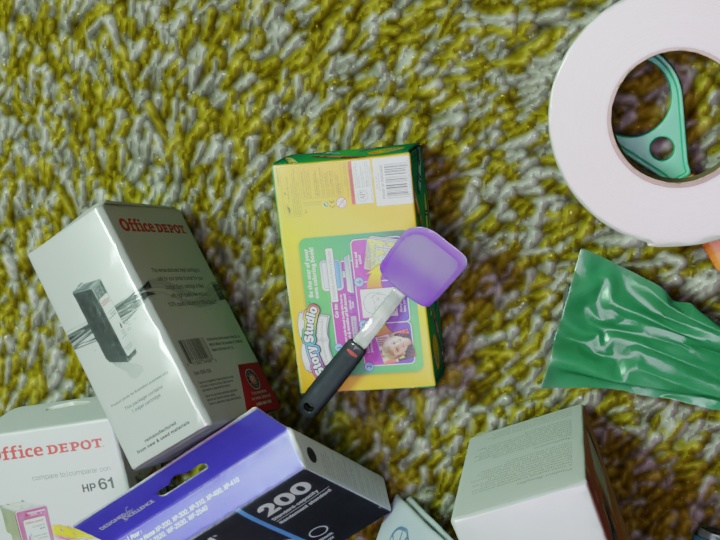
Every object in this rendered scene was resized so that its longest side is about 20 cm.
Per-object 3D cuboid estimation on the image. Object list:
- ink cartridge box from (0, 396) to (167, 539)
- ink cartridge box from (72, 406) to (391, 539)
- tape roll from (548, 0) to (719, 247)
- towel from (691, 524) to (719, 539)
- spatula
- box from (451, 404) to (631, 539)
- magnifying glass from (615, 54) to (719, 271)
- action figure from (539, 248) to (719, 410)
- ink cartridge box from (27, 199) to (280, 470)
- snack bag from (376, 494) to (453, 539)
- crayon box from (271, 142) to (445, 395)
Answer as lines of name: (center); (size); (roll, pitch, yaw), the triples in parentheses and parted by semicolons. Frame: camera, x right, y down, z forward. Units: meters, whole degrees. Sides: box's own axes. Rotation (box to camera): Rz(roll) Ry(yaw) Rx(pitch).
ink cartridge box: (-0.252, 0.222, 1.259); (0.144, 0.085, 0.201); (-10, 98, 15)
ink cartridge box: (-0.103, 0.210, 1.176); (0.198, 0.200, 0.043); (-34, 51, 16)
tape roll: (0.246, -0.119, 1.085); (0.202, 0.037, 0.204); (2, 99, 11)
towel: (0.332, 0.323, 1.183); (0.146, 0.022, 0.201); (13, 105, 10)
spatula: (0.008, 0.047, 1.137); (0.056, 0.021, 0.200); (39, 108, 0)
box: (0.152, 0.215, 1.104); (0.106, 0.200, 0.153); (-19, 98, 11)
magnifying glass: (0.246, -0.091, 1.118); (0.079, 0.022, 0.200); (-31, 94, 16)
action figure: (0.256, 0.065, 1.130); (0.199, 0.055, 0.119); (16, 103, 2)
ink cartridge box: (-0.168, 0.050, 1.156); (0.084, 0.144, 0.201); (-30, 80, 17)
snack bag: (0.026, 0.301, 1.147); (0.021, 0.189, 0.201); (21, 91, -17)
crayon box: (0.000, 0.000, 1.172); (0.118, 0.058, 0.201); (-4, 100, 14)
